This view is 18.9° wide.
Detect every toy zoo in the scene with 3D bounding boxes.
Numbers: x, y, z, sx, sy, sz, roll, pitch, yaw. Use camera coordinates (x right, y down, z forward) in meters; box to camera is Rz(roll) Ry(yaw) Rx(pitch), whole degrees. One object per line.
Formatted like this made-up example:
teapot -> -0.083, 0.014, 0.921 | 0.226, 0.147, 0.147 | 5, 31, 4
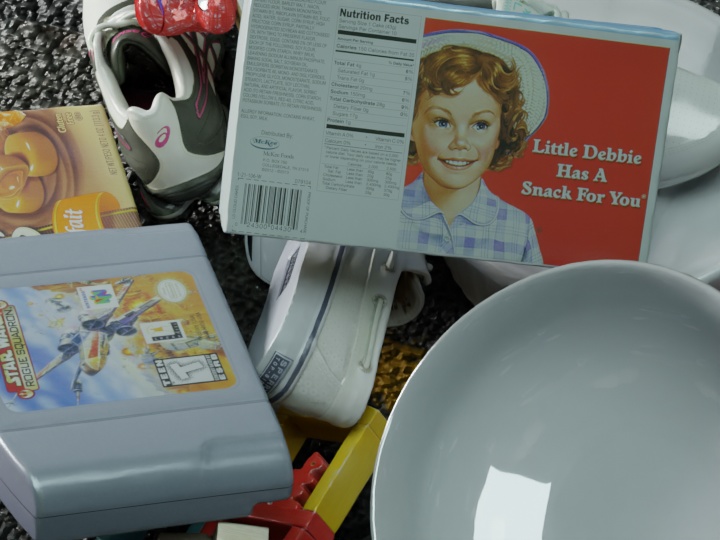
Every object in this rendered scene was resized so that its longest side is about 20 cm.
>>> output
toy zoo -> -0.066, 0.120, 1.042 | 0.131, 0.020, 0.201 | 4, 52, 44

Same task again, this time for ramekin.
ramekin -> 0.126, -0.045, 1.132 | 0.201, 0.094, 0.204 | -1, 57, 2

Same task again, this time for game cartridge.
game cartridge -> -0.119, 0.044, 0.990 | 0.132, 0.042, 0.200 | -2, 34, -20

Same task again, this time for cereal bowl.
cereal bowl -> 0.109, 0.101, 0.939 | 0.199, 0.083, 0.201 | -11, 65, 26

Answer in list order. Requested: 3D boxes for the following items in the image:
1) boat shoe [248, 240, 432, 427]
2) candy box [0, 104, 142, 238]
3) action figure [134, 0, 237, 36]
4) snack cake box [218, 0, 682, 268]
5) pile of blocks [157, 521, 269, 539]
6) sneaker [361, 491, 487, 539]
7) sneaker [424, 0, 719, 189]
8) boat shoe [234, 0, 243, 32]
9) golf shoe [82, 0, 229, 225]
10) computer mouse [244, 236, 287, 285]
boat shoe -> 0.000, 0.000, 1.074 | 0.070, 0.071, 0.201 | 30, 39, -10
candy box -> -0.168, 0.004, 1.110 | 0.115, 0.055, 0.201 | -7, 50, -18
action figure -> -0.117, -0.187, 1.143 | 0.065, 0.100, 0.200 | -10, 31, -31
snack cake box -> 0.039, -0.067, 1.000 | 0.198, 0.067, 0.116 | 7, 98, -6
pile of blocks -> -0.019, 0.184, 0.925 | 0.200, 0.062, 0.082 | 39, 66, 7
sneaker -> -0.019, 0.170, 1.009 | 0.200, 0.082, 0.073 | -37, 66, -17
sneaker -> 0.092, -0.094, 1.063 | 0.199, 0.080, 0.071 | 13, 57, 9
boat shoe -> -0.040, -0.160, 1.185 | 0.069, 0.071, 0.201 | -15, 50, -3
golf shoe -> -0.114, -0.121, 1.185 | 0.077, 0.088, 0.201 | -25, 50, 1
computer mouse -> -0.021, -0.081, 1.191 | 0.109, 0.044, 0.201 | 3, 58, 4
